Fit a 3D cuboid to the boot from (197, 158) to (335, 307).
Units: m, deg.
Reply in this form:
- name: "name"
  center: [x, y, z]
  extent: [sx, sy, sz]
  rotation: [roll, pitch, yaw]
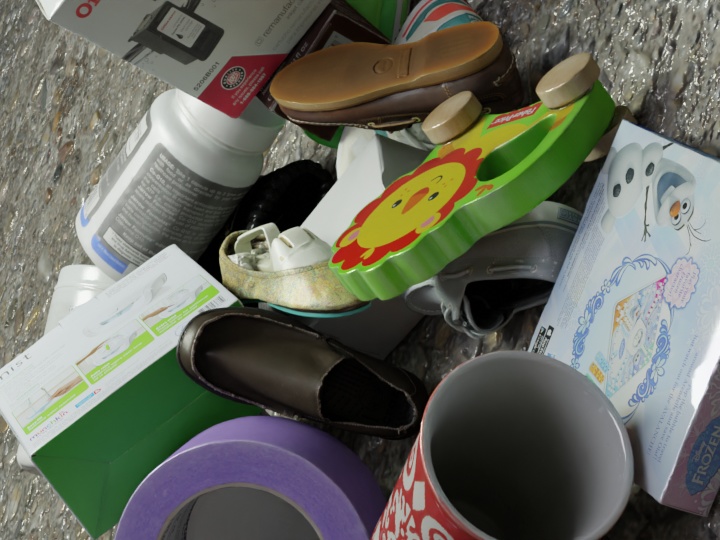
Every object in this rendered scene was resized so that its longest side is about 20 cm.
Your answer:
- name: "boot"
  center: [-0.102, 0.002, 1.820]
  extent: [0.157, 0.079, 0.213]
  rotation: [3, 77, 63]

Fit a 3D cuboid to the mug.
- name: "mug"
  center: [0.066, 0.169, 1.277]
  extent: [0.178, 0.133, 0.200]
  rotation: [-53, -6, -31]

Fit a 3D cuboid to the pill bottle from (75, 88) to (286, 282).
- name: "pill bottle"
  center: [-0.155, -0.086, 1.775]
  extent: [0.200, 0.113, 0.114]
  rotation: [-51, 33, 29]

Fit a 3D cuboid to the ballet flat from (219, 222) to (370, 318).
- name: "ballet flat"
  center: [-0.056, -0.003, 1.558]
  extent: [0.200, 0.070, 0.071]
  rotation: [7, 80, 62]

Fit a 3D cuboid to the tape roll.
- name: "tape roll"
  center: [-0.077, 0.213, 1.498]
  extent: [0.085, 0.199, 0.201]
  rotation: [-38, -28, -77]

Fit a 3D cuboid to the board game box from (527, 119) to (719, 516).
- name: "board game box"
  center: [0.191, 0.024, 1.284]
  extent: [0.199, 0.043, 0.202]
  rotation: [37, 108, 63]

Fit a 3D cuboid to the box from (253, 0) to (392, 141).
- name: "box"
  center: [-0.066, -0.203, 1.699]
  extent: [0.101, 0.075, 0.200]
  rotation: [-56, 39, 11]

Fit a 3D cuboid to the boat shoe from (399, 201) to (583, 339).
- name: "boat shoe"
  center: [0.086, 0.009, 1.465]
  extent: [0.200, 0.070, 0.072]
  rotation: [-24, 48, 53]

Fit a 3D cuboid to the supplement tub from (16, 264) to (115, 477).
- name: "supplement tub"
  center: [-0.255, 0.108, 1.994]
  extent: [0.132, 0.131, 0.202]
  rotation: [-14, 61, 59]

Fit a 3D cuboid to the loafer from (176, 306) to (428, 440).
- name: "loafer"
  center: [-0.039, 0.075, 1.512]
  extent: [0.071, 0.198, 0.074]
  rotation: [177, 108, -82]

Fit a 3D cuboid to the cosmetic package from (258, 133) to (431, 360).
- name: "cosmetic package"
  center: [0.000, 0.000, 1.620]
  extent: [0.200, 0.084, 0.108]
  rotation: [-47, 37, 39]

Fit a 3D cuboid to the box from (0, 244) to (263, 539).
- name: "box"
  center: [-0.181, 0.089, 1.615]
  extent: [0.199, 0.097, 0.176]
  rotation: [-37, 25, -10]

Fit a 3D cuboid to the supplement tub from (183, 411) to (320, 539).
- name: "supplement tub"
  center: [-0.115, 0.179, 1.664]
  extent: [0.200, 0.144, 0.147]
  rotation: [32, 103, 62]

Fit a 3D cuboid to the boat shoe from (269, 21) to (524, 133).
- name: "boat shoe"
  center: [0.028, -0.136, 1.556]
  extent: [0.198, 0.071, 0.071]
  rotation: [-4, 47, 28]

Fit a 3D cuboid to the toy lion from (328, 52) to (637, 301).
- name: "toy lion"
  center: [0.072, -0.055, 1.418]
  extent: [0.199, 0.069, 0.192]
  rotation: [-15, 29, 50]

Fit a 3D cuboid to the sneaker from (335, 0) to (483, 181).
- name: "sneaker"
  center: [0.044, -0.123, 1.626]
  extent: [0.201, 0.070, 0.093]
  rotation: [-63, 22, 11]

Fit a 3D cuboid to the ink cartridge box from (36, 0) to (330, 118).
- name: "ink cartridge box"
  center: [-0.140, -0.228, 1.581]
  extent: [0.145, 0.199, 0.084]
  rotation: [-49, 43, 18]

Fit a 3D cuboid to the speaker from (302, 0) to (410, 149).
- name: "speaker"
  center: [-0.002, -0.209, 1.753]
  extent: [0.088, 0.088, 0.202]
  rotation: [-24, 53, 56]
